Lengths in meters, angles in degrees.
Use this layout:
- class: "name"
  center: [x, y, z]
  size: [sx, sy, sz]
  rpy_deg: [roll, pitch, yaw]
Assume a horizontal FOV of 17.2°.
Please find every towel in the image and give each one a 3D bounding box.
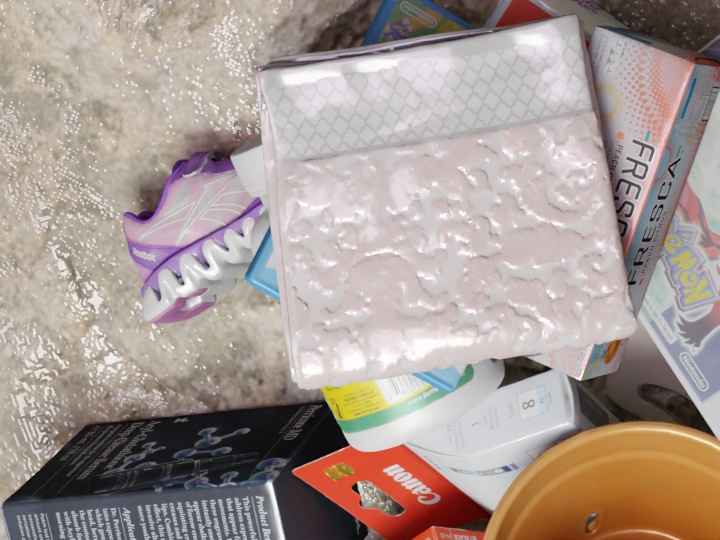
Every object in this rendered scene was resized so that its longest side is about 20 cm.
- class: "towel"
  center: [0.046, -0.040, 1.354]
  size: [0.199, 0.032, 0.192]
  rpy_deg: [-9, 88, 3]

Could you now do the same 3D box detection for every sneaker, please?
- class: "sneaker"
  center: [-0.082, -0.049, 1.573]
  size: [0.200, 0.080, 0.089]
  rpy_deg: [-35, 76, 20]

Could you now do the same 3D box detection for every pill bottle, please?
- class: "pill bottle"
  center: [0.000, 0.000, 1.465]
  size: [0.112, 0.113, 0.201]
  rpy_deg: [-23, 99, 22]

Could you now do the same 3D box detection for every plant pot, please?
- class: "plant pot"
  center: [0.172, 0.207, 1.458]
  size: [0.199, 0.140, 0.201]
  rpy_deg: [-1, 70, 3]

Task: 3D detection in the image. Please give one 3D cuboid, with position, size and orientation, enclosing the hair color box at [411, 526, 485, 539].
- class: "hair color box"
  center: [0.026, 0.243, 1.588]
  size: [0.200, 0.101, 0.061]
  rpy_deg: [-38, 55, 36]

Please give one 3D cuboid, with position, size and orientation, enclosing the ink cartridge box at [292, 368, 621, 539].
- class: "ink cartridge box"
  center: [0.080, 0.142, 1.541]
  size: [0.199, 0.160, 0.047]
  rpy_deg: [-22, 55, 20]

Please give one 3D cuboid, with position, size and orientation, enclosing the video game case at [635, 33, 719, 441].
- class: "video game case"
  center: [0.231, -0.030, 1.402]
  size: [0.182, 0.023, 0.200]
  rpy_deg: [-38, 75, 22]

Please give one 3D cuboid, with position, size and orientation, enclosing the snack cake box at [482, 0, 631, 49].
- class: "snack cake box"
  center: [0.099, -0.078, 1.507]
  size: [0.115, 0.067, 0.200]
  rpy_deg: [36, 114, 6]

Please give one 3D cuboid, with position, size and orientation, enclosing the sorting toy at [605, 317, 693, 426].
- class: "sorting toy"
  center: [0.239, 0.068, 1.498]
  size: [0.200, 0.107, 0.180]
  rpy_deg: [52, 130, 16]

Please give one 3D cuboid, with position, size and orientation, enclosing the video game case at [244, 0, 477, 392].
- class: "video game case"
  center: [0.037, -0.049, 1.409]
  size: [0.143, 0.018, 0.201]
  rpy_deg: [29, 79, -14]

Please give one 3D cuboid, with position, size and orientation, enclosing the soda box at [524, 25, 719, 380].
- class: "soda box"
  center: [0.145, -0.040, 1.398]
  size: [0.068, 0.064, 0.201]
  rpy_deg: [23, 101, 24]

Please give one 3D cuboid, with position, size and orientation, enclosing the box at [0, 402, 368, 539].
- class: "box"
  center: [-0.117, 0.171, 1.609]
  size: [0.199, 0.148, 0.108]
  rpy_deg: [-6, 106, 19]
